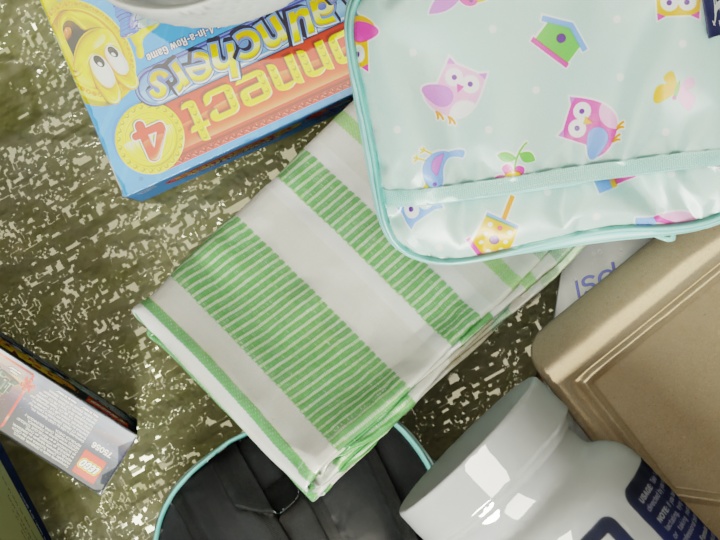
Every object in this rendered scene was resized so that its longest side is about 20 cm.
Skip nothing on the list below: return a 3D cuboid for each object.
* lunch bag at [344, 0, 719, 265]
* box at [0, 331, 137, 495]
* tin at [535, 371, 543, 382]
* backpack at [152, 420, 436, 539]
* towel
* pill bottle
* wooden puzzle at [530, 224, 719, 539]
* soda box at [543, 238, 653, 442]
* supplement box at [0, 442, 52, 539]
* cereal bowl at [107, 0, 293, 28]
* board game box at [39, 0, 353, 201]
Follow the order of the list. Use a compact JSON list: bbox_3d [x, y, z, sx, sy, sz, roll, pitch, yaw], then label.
[{"bbox_3d":[0.097,-0.086,1.263,0.199,0.077,0.161,-8,101,6],"label":"lunch bag"},{"bbox_3d":[-0.208,0.044,1.374,0.199,0.137,0.040,33,88,-5],"label":"box"},{"bbox_3d":[0.188,0.072,1.407,0.199,0.042,0.113,-8,85,5],"label":"tin"},{"bbox_3d":[-0.012,0.170,1.362,0.175,0.153,0.201,-30,89,2],"label":"backpack"},{"bbox_3d":[0.000,0.000,1.330,0.200,0.023,0.152,-43,64,-8],"label":"towel"},{"bbox_3d":[0.119,0.155,1.263,0.116,0.116,0.200,-43,91,3],"label":"pill bottle"},{"bbox_3d":[0.211,0.059,1.315,0.185,0.037,0.200,-38,94,0],"label":"wooden puzzle"},{"bbox_3d":[0.128,0.050,1.361,0.063,0.068,0.201,8,89,5],"label":"soda box"},{"bbox_3d":[-0.209,0.224,1.322,0.134,0.200,0.201,-22,117,4],"label":"supplement box"},{"bbox_3d":[-0.061,-0.214,1.331,0.199,0.083,0.201,-10,72,33],"label":"cereal bowl"},{"bbox_3d":[-0.074,-0.167,1.420,0.199,0.056,0.197,-24,87,4],"label":"board game box"}]
